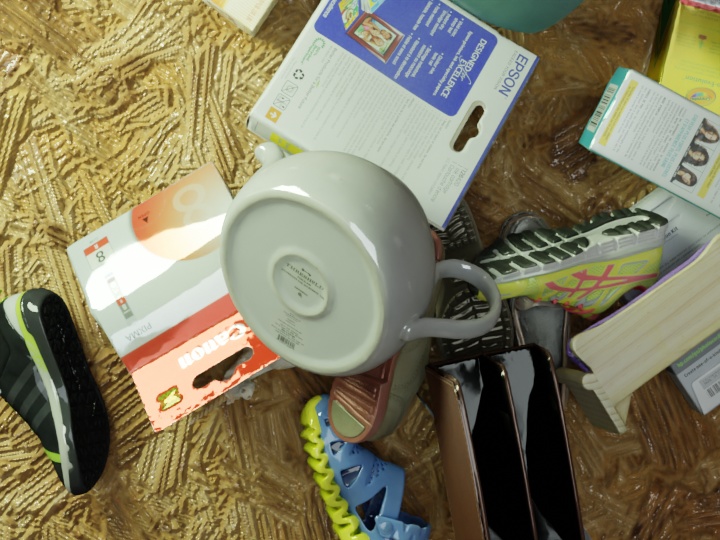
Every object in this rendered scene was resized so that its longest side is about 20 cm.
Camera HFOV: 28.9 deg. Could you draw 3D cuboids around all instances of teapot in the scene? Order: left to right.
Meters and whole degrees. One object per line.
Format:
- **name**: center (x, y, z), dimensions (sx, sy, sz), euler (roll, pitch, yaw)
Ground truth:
- **teapot**: center (-0.007, -0.018, 1.160), dimensions (0.196, 0.146, 0.202), euler (-14, 107, 41)

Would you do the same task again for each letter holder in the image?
- **letter holder**: center (0.127, 0.173, 1.143), dimensions (0.099, 0.142, 0.202), euler (-10, 93, -5)

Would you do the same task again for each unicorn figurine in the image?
- **unicorn figurine**: center (-0.071, 0.050, 1.287), dimensions (0.136, 0.074, 0.203), euler (0, 79, 39)

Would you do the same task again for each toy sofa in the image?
- **toy sofa**: center (0.273, 0.053, 1.273), dimensions (0.199, 0.083, 0.098), euler (-35, 96, -8)

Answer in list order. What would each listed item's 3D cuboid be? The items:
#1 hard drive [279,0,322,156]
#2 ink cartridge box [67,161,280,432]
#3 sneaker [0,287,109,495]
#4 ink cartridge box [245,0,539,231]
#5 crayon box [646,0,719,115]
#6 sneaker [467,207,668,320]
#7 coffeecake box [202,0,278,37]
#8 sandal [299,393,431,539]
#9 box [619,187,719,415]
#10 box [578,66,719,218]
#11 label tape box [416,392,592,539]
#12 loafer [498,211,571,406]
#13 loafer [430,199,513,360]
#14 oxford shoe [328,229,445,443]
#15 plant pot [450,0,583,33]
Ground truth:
- **hard drive**: center (-0.001, -0.145, 1.284), dimensions (0.131, 0.026, 0.202), euler (19, 74, -6)
- **ink cartridge box**: center (-0.159, 0.020, 1.245), dimensions (0.161, 0.050, 0.201), euler (-30, 54, 0)
- **sneaker**: center (-0.295, 0.112, 1.298), dimensions (0.082, 0.072, 0.202), euler (-13, 94, 20)
- **ink cartridge box**: center (0.031, -0.161, 1.258), dimensions (0.199, 0.047, 0.199), euler (32, 72, -4)
- **crayon box**: center (0.344, -0.210, 1.326), dimensions (0.125, 0.051, 0.202), euler (13, 92, -5)
- **sneaker**: center (0.193, 0.009, 1.270), dimensions (0.198, 0.078, 0.091), euler (-12, 114, -14)
- **coffeecake box**: center (-0.136, -0.335, 1.267), dimensions (0.199, 0.073, 0.154), euler (35, 91, -5)
- **sandal**: center (0.004, 0.204, 1.317), dimensions (0.086, 0.079, 0.202), euler (-24, 104, -6)
- **box**: center (0.332, 0.012, 1.345), dimensions (0.155, 0.041, 0.201), euler (-36, 96, -2)
- **box**: center (0.308, -0.106, 1.283), dimensions (0.198, 0.049, 0.083), euler (27, 99, -8)
- **label tape box**: center (0.130, 0.178, 1.287), dimensions (0.063, 0.144, 0.201), euler (-33, 96, -2)
- **loafer**: center (0.172, 0.045, 1.322), dimensions (0.071, 0.063, 0.203), euler (-7, 94, -3)
- **loafer**: center (0.095, 0.011, 1.314), dimensions (0.075, 0.068, 0.202), euler (-14, 111, 1)
- **oxford shoe**: center (0.032, 0.057, 1.251), dimensions (0.070, 0.074, 0.202), euler (29, 101, 35)
- **plant pot**: center (0.138, -0.309, 1.237), dimensions (0.161, 0.201, 0.201), euler (42, 90, -18)
